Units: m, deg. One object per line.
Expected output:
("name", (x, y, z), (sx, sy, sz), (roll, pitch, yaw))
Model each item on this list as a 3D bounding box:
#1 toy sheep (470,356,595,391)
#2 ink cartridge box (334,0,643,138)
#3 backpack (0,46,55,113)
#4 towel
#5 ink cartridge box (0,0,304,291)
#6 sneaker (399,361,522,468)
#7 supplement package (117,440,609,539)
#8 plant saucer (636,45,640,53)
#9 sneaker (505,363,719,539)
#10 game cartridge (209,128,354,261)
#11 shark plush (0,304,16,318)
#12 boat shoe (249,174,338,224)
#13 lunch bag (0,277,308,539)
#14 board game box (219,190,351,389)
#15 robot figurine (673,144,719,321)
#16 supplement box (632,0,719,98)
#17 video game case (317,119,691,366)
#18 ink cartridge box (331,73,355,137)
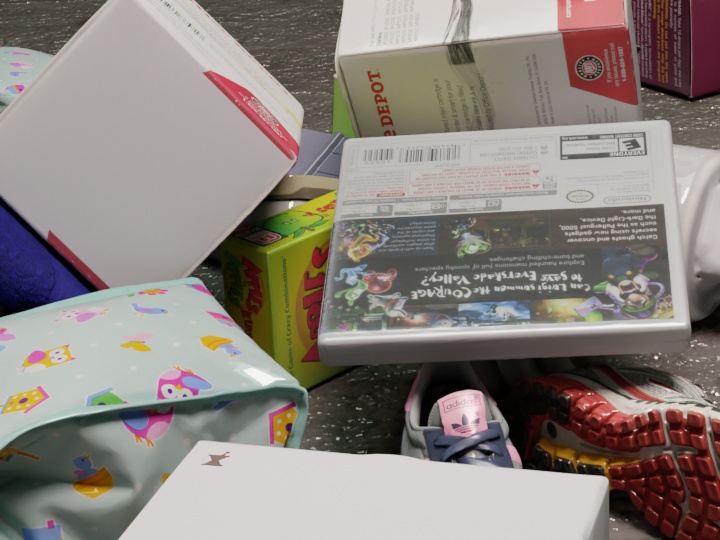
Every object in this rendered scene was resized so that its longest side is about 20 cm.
("toy sheep", (0.088, 0.013, 1.072), (0.198, 0.139, 0.138), (-4, 21, 14))
("ink cartridge box", (0.094, -0.137, 1.236), (0.198, 0.147, 0.083), (-4, 51, 11))
("backpack", (-0.278, -0.112, 1.432), (0.166, 0.128, 0.200), (-9, 26, -20))
("towel", (-0.192, 0.004, 1.071), (0.050, 0.200, 0.148), (-43, 37, 10))
("ink cartridge box", (-0.133, -0.087, 1.109), (0.145, 0.145, 0.200), (-45, 9, 10))
("sneaker", (0.053, 0.110, 0.897), (0.070, 0.083, 0.200), (-6, 23, -8))
("supplement package", (-0.003, 0.183, 0.572), (0.150, 0.202, 0.151), (3, 23, 18))
("plant saucer", (0.117, -0.166, 1.370), (0.198, 0.032, 0.200), (4, 4, 0))
("sneaker", (0.172, 0.088, 0.938), (0.082, 0.079, 0.199), (-19, 27, -36))
("game cartridge", (-0.094, -0.064, 1.347), (0.199, 0.039, 0.130), (14, 50, 38))
("shark plush", (-0.213, 0.039, 1.105), (0.090, 0.084, 0.200), (-4, 21, 11))
("boat shoe", (0.000, -0.024, 1.246), (0.199, 0.069, 0.074), (5, -6, -41))
("lunch bag", (-0.148, 0.089, 0.933), (0.198, 0.123, 0.170), (-8, 23, -25))
("board game box", (0.000, 0.000, 1.147), (0.047, 0.102, 0.199), (18, 31, 40))
("robot figurine", (0.179, -0.031, 1.178), (0.199, 0.114, 0.170), (11, -15, 30))
("supplement box", (0.299, -0.246, 1.695), (0.130, 0.104, 0.200), (-16, 24, -28))
("video game case", (0.081, -0.018, 0.997), (0.198, 0.023, 0.183), (-3, 41, 8))
("ink cartridge box", (0.031, -0.114, 1.412), (0.147, 0.076, 0.199), (14, 17, 37))
